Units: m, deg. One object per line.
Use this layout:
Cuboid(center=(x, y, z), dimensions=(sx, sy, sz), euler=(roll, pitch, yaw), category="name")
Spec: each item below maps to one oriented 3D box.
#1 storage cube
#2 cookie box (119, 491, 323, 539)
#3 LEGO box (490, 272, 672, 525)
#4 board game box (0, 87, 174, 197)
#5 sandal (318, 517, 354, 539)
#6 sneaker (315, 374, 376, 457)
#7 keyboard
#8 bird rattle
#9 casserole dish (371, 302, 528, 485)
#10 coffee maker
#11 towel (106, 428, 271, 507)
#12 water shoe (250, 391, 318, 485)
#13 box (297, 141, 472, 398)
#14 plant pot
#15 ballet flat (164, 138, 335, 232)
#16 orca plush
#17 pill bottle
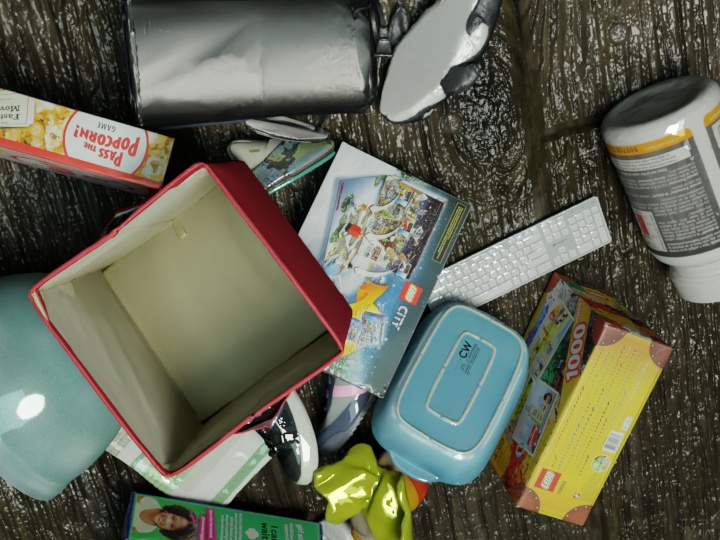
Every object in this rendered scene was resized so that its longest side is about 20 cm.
Cuboid(center=(-0.124, 0.030, 0.817), dimensions=(0.171, 0.180, 0.200), euler=(-36, 95, 6), category="storage cube")
Cuboid(center=(-0.154, 0.326, 1.035), dimensions=(0.200, 0.075, 0.171), euler=(12, 119, -13), category="cookie box")
Cuboid(center=(0.207, 0.124, 1.004), dimensions=(0.077, 0.149, 0.200), euler=(19, 104, -15), category="LEGO box")
Cuboid(center=(-0.262, -0.111, 0.844), dimensions=(0.200, 0.151, 0.046), euler=(15, 88, -13), category="board game box")
Cuboid(center=(-0.026, 0.362, 1.096), dimensions=(0.050, 0.082, 0.203), euler=(-9, 115, -53), category="sandal")
Cuboid(center=(-0.011, 0.087, 1.006), dimensions=(0.082, 0.070, 0.200), euler=(27, 97, -4), category="sneaker")
Cuboid(center=(0.158, -0.010, 1.025), dimensions=(0.200, 0.011, 0.056), euler=(-26, 111, 0), category="keyboard")
Cuboid(center=(0.037, 0.195, 1.018), dimensions=(0.113, 0.200, 0.163), euler=(27, 141, 14), category="bird rattle")
Cuboid(center=(0.092, 0.109, 0.963), dimensions=(0.121, 0.200, 0.039), euler=(29, 146, 6), category="casserole dish")
Cuboid(center=(-0.092, -0.188, 0.828), dimensions=(0.200, 0.192, 0.135), euler=(-6, 80, -10), category="coffee maker")
Cuboid(center=(-0.181, 0.146, 1.016), dimensions=(0.200, 0.031, 0.149), euler=(42, 95, -17), category="towel")
Cuboid(center=(-0.108, 0.121, 0.970), dimensions=(0.079, 0.071, 0.200), euler=(-21, 87, -26), category="water shoe")
Cuboid(center=(0.000, 0.000, 0.942), dimensions=(0.136, 0.038, 0.200), euler=(26, 84, -5), category="box")
Cuboid(center=(-0.272, 0.081, 0.889), dimensions=(0.134, 0.200, 0.200), euler=(-34, 111, -3), category="plant pot")
Cuboid(center=(-0.119, -0.081, 0.926), dimensions=(0.200, 0.074, 0.074), euler=(-34, 110, 1), category="ballet flat")
Cuboid(center=(0.087, -0.224, 0.927), dimensions=(0.105, 0.071, 0.200), euler=(24, 103, 30), category="orca plush")
Cuboid(center=(0.319, -0.076, 0.973), dimensions=(0.116, 0.116, 0.200), euler=(-27, 111, 0), category="pill bottle")
